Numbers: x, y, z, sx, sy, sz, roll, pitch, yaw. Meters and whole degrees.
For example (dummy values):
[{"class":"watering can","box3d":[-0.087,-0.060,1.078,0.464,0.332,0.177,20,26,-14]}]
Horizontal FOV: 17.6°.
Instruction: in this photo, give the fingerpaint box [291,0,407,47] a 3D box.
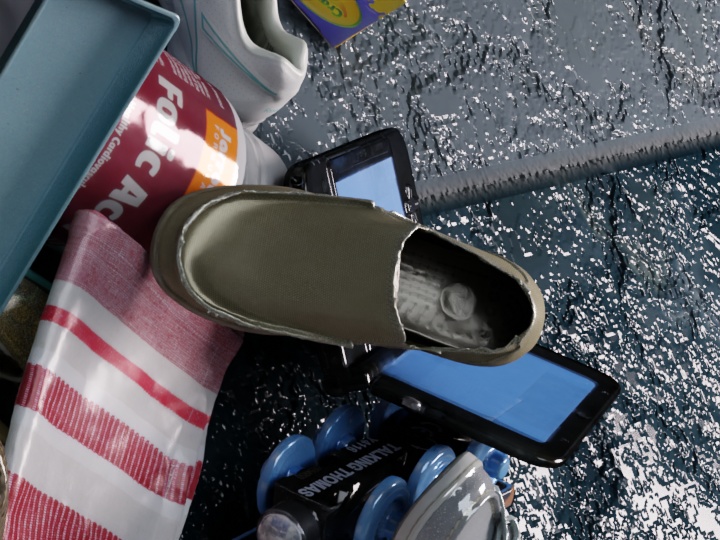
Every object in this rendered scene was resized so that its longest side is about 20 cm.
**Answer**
[{"class":"fingerpaint box","box3d":[-0.027,-0.264,1.387,0.200,0.073,0.167,48,46,-16]}]

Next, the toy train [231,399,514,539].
[{"class":"toy train","box3d":[0.006,0.133,1.210,0.200,0.086,0.115,-22,129,-56]}]

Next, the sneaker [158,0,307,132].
[{"class":"sneaker","box3d":[-0.090,-0.175,1.283,0.070,0.080,0.201,-33,93,-45]}]

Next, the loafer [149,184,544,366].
[{"class":"loafer","box3d":[0.000,0.000,1.112,0.199,0.068,0.076,9,83,-13]}]

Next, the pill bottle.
[{"class":"pill bottle","box3d":[-0.129,-0.062,1.146,0.200,0.114,0.115,34,49,-47]}]

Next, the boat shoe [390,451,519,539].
[{"class":"boat shoe","box3d":[0.052,0.168,1.160,0.065,0.203,0.074,28,50,24]}]

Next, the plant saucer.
[{"class":"plant saucer","box3d":[-0.159,-0.043,1.041,0.070,0.200,0.019,20,18,-44]}]

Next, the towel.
[{"class":"towel","box3d":[-0.120,0.090,1.103,0.144,0.023,0.201,42,57,-54]}]

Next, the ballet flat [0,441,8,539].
[{"class":"ballet flat","box3d":[-0.179,0.147,0.980,0.067,0.201,0.046,3,34,-20]}]

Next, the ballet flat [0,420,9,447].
[{"class":"ballet flat","box3d":[-0.223,0.060,1.059,0.200,0.069,0.063,26,39,-35]}]

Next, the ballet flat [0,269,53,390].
[{"class":"ballet flat","box3d":[-0.208,-0.005,1.108,0.200,0.071,0.071,40,48,-20]}]

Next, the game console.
[{"class":"game console","box3d":[0.054,0.009,1.251,0.200,0.116,0.177,-30,109,-72]}]
